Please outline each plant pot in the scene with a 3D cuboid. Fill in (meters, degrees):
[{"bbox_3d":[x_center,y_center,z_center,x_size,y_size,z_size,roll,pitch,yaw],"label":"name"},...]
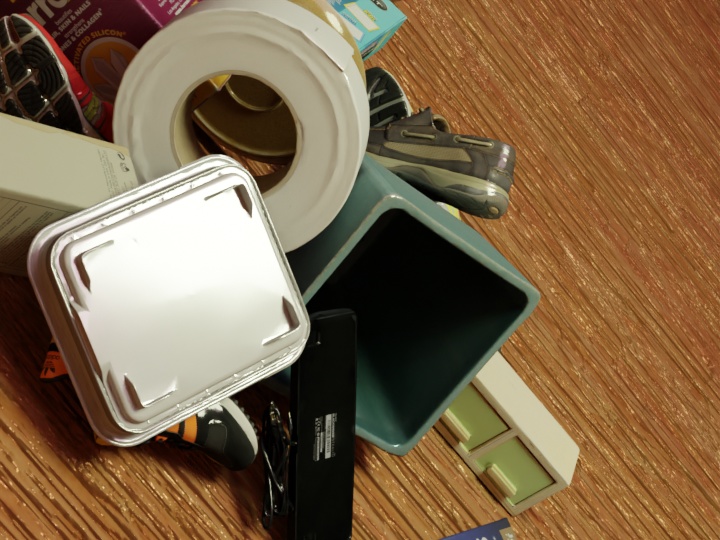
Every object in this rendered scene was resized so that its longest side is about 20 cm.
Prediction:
[{"bbox_3d":[-0.091,-0.176,1.441,0.200,0.199,0.028,48,39,-13],"label":"plant pot"},{"bbox_3d":[0.000,0.000,1.417,0.195,0.196,0.201,32,17,-34],"label":"plant pot"}]

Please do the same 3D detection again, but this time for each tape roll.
[{"bbox_3d":[-0.092,-0.114,1.271,0.203,0.202,0.071,49,17,-10],"label":"tape roll"}]

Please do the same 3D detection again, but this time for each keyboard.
[{"bbox_3d":[-0.047,0.133,1.296,0.103,0.039,0.203,-7,101,-50],"label":"keyboard"}]

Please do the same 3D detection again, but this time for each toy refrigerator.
[{"bbox_3d":[0.120,0.137,1.564,0.200,0.076,0.070,50,31,-12],"label":"toy refrigerator"}]

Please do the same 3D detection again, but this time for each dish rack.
[{"bbox_3d":[-0.130,0.018,1.179,0.199,0.043,0.174,-26,99,-32],"label":"dish rack"}]

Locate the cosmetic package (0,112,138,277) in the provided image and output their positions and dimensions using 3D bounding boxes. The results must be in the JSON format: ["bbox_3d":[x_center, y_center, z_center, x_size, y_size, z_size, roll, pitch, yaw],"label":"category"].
[{"bbox_3d":[-0.265,-0.056,1.176,0.199,0.103,0.074,15,48,-50],"label":"cosmetic package"}]

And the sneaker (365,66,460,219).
[{"bbox_3d":[0.044,-0.102,1.572,0.090,0.078,0.202,1,68,-63],"label":"sneaker"}]

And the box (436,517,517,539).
[{"bbox_3d":[0.116,0.294,1.456,0.199,0.032,0.122,-3,64,-57],"label":"box"}]

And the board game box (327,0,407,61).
[{"bbox_3d":[-0.051,-0.255,1.530,0.151,0.047,0.200,44,28,0],"label":"board game box"}]

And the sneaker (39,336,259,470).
[{"bbox_3d":[-0.164,0.107,1.221,0.200,0.070,0.091,48,60,-29],"label":"sneaker"}]

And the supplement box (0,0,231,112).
[{"bbox_3d":[-0.210,-0.214,1.374,0.200,0.130,0.104,47,34,-13],"label":"supplement box"}]

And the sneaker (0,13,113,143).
[{"bbox_3d":[-0.236,-0.123,1.322,0.201,0.076,0.085,58,24,-17],"label":"sneaker"}]

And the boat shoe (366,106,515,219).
[{"bbox_3d":[0.061,-0.107,1.479,0.074,0.198,0.074,-64,149,-9],"label":"boat shoe"}]

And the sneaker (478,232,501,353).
[{"bbox_3d":[0.131,0.044,1.668,0.079,0.075,0.202,38,36,-31],"label":"sneaker"}]
